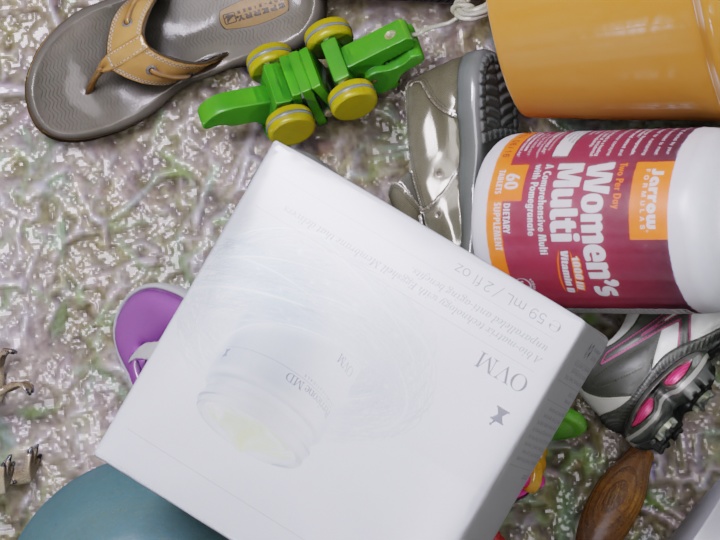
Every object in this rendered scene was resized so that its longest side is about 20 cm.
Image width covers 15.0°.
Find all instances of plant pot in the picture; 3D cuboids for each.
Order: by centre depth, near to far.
[{"bbox_3d":[-0.123,0.207,1.615,0.199,0.135,0.202,0,84,-1],"label":"plant pot"},{"bbox_3d":[0.175,-0.171,1.637,0.182,0.200,0.202,-9,84,14],"label":"plant pot"}]

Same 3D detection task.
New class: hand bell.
[{"bbox_3d":[0.127,0.193,1.653,0.104,0.104,0.201,29,74,3],"label":"hand bell"}]

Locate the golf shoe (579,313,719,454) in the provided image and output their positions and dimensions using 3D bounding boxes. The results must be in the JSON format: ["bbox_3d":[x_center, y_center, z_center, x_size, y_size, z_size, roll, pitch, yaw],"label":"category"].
[{"bbox_3d":[0.213,0.017,1.668,0.200,0.077,0.088,-43,72,-9],"label":"golf shoe"}]

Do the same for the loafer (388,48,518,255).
[{"bbox_3d":[0.058,-0.034,1.681,0.069,0.075,0.201,-1,85,31],"label":"loafer"}]

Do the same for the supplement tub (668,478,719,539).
[{"bbox_3d":[0.262,0.227,1.610,0.200,0.145,0.145,37,85,3],"label":"supplement tub"}]

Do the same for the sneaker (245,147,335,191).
[{"bbox_3d":[0.000,0.000,1.638,0.200,0.072,0.073,41,123,38],"label":"sneaker"}]

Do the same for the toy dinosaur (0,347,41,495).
[{"bbox_3d":[-0.253,0.112,1.673,0.100,0.058,0.201,9,76,15],"label":"toy dinosaur"}]

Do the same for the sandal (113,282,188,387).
[{"bbox_3d":[-0.101,0.073,1.617,0.203,0.050,0.083,46,118,41],"label":"sandal"}]

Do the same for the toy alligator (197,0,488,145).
[{"bbox_3d":[-0.003,-0.122,1.684,0.199,0.054,0.060,-22,63,4],"label":"toy alligator"}]

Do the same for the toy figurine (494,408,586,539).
[{"bbox_3d":[0.031,0.156,1.609,0.199,0.150,0.185,17,73,-23],"label":"toy figurine"}]

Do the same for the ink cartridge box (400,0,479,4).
[{"bbox_3d":[0.027,-0.270,1.696,0.108,0.050,0.201,2,84,-15],"label":"ink cartridge box"}]

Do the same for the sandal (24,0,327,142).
[{"bbox_3d":[-0.115,-0.142,1.689,0.199,0.055,0.082,-17,86,-3],"label":"sandal"}]

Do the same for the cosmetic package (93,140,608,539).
[{"bbox_3d":[-0.003,0.069,1.490,0.199,0.123,0.201,30,91,13],"label":"cosmetic package"}]

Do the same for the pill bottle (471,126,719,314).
[{"bbox_3d":[0.175,-0.029,1.613,0.199,0.109,0.110,0,83,32],"label":"pill bottle"}]
